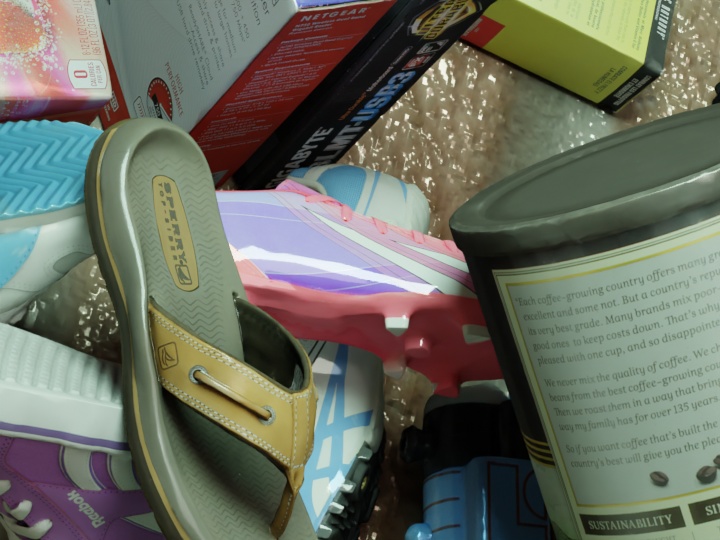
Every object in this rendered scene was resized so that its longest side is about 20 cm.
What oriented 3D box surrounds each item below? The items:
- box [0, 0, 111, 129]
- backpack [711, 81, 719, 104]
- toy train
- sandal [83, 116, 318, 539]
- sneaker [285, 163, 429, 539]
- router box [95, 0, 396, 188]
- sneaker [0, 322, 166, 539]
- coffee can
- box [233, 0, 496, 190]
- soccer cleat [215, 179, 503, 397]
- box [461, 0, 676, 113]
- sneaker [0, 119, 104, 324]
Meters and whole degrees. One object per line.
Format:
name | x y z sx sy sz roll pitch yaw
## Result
box | -0.178 -0.140 1.056 0.102 0.095 0.202 -1 68 -27
backpack | 0.267 -0.046 1.180 0.182 0.200 0.135 29 56 -14
toy train | 0.072 0.132 1.071 0.113 0.087 0.202 8 64 -18
sandal | -0.045 0.035 0.936 0.081 0.054 0.202 6 67 -56
sneaker | -0.020 0.049 1.077 0.072 0.072 0.201 9 64 6
router box | -0.074 -0.157 1.067 0.049 0.179 0.201 -10 72 -31
sneaker | -0.119 0.087 0.960 0.200 0.073 0.115 21 101 -42
coffee can | 0.131 0.052 0.957 0.146 0.146 0.201 -25 102 -34
box | -0.026 -0.163 1.083 0.049 0.198 0.201 -11 74 -30
soccer cleat | 0.000 0.000 1.027 0.198 0.067 0.077 6 61 -11
box | 0.053 -0.151 1.210 0.199 0.050 0.076 24 59 -17
sneaker | -0.166 0.008 0.981 0.199 0.081 0.077 -25 35 -12
